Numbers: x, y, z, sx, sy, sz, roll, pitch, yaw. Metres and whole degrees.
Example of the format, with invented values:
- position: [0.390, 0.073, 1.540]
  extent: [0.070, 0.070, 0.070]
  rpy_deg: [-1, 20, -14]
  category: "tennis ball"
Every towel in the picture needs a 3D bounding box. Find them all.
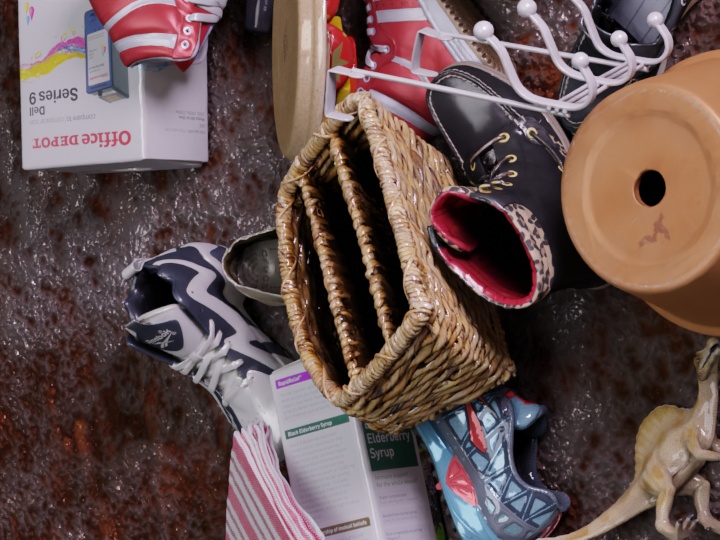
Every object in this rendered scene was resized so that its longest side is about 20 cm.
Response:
- position: [-0.066, 0.233, 1.800]
  extent: [0.146, 0.030, 0.200]
  rpy_deg: [-122, 29, -45]
  category: "towel"

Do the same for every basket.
- position: [0.000, 0.000, 1.660]
  extent: [0.143, 0.149, 0.200]
  rpy_deg: [-25, 60, 20]
  category: "basket"

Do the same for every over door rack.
- position: [0.090, -0.148, 1.572]
  extent: [0.200, 0.148, 0.067]
  rpy_deg: [1, 107, 30]
  category: "over door rack"

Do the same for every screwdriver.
- position: [-0.071, -0.288, 1.872]
  extent: [0.029, 0.028, 0.201]
  rpy_deg: [5, 91, 10]
  category: "screwdriver"

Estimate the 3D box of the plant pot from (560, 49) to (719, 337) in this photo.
- position: [0.227, -0.054, 1.557]
  extent: [0.200, 0.140, 0.201]
  rpy_deg: [-1, 88, 38]
  category: "plant pot"

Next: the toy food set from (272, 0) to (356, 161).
- position: [-0.034, -0.170, 1.759]
  extent: [0.198, 0.049, 0.200]
  rpy_deg: [99, 167, -46]
  category: "toy food set"

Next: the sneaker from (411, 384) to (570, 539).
- position: [0.093, 0.108, 1.720]
  extent: [0.095, 0.079, 0.200]
  rpy_deg: [-28, 78, 20]
  category: "sneaker"

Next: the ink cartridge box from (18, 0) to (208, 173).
- position: [-0.204, -0.183, 1.940]
  extent: [0.145, 0.087, 0.201]
  rpy_deg: [-1, 91, 38]
  category: "ink cartridge box"

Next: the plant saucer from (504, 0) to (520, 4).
- position: [0.060, -0.276, 1.679]
  extent: [0.032, 0.200, 0.200]
  rpy_deg: [-40, 61, -5]
  category: "plant saucer"

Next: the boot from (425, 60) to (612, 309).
- position: [0.094, -0.058, 1.636]
  extent: [0.073, 0.151, 0.200]
  rpy_deg: [-41, 80, 30]
  category: "boot"

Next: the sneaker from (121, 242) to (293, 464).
- position: [-0.126, 0.066, 1.847]
  extent: [0.079, 0.129, 0.199]
  rpy_deg: [-34, 70, 35]
  category: "sneaker"

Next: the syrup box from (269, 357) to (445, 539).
- position: [0.002, 0.162, 1.776]
  extent: [0.081, 0.079, 0.200]
  rpy_deg: [-17, 79, 38]
  category: "syrup box"

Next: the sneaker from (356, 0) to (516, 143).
- position: [0.023, -0.188, 1.766]
  extent: [0.112, 0.071, 0.200]
  rpy_deg: [-43, 67, 27]
  category: "sneaker"

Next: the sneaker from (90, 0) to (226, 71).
- position: [-0.111, -0.226, 1.827]
  extent: [0.200, 0.071, 0.113]
  rpy_deg: [-22, 90, 6]
  category: "sneaker"

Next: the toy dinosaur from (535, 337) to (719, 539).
- position: [0.216, 0.144, 1.632]
  extent: [0.200, 0.058, 0.101]
  rpy_deg: [-55, 44, 17]
  category: "toy dinosaur"

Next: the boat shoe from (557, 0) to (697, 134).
- position: [0.188, -0.176, 1.635]
  extent: [0.199, 0.066, 0.075]
  rpy_deg: [-51, 61, 27]
  category: "boat shoe"

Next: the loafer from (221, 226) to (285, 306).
- position: [-0.027, -0.006, 1.807]
  extent: [0.200, 0.068, 0.076]
  rpy_deg: [-13, 82, 38]
  category: "loafer"
